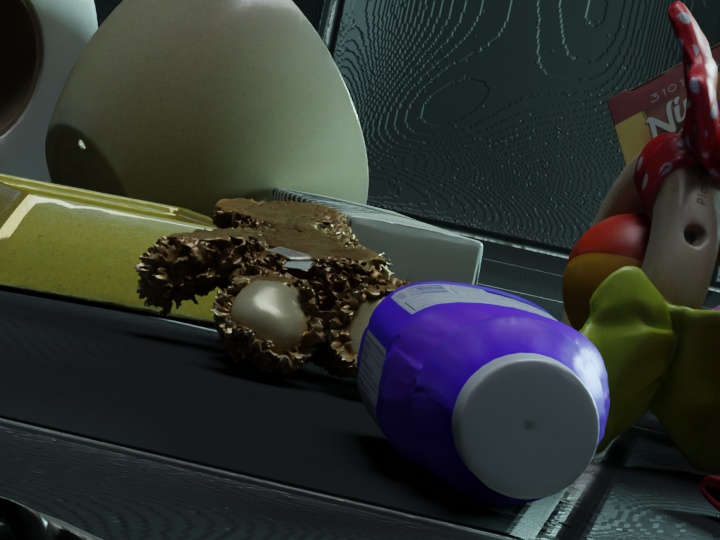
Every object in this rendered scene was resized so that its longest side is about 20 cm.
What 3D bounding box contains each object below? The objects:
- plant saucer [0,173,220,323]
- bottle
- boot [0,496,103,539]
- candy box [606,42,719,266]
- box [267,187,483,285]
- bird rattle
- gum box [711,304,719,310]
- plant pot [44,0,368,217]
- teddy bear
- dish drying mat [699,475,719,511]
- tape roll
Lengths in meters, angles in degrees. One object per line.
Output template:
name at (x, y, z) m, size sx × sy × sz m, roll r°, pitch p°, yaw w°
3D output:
plant saucer at (-0.137, -0.014, 1.534) m, size 0.200 × 0.048 × 0.200 m, roll 11°, pitch 3°, yaw -25°
bottle at (0.047, 0.044, 1.036) m, size 0.083 × 0.065 × 0.200 m, roll 11°, pitch 3°, yaw -6°
boot at (-0.097, 0.052, 0.456) m, size 0.182 × 0.073 × 0.200 m, roll 14°, pitch -4°, yaw 1°
candy box at (0.217, -0.046, 1.400) m, size 0.117 × 0.056 × 0.200 m, roll -27°, pitch -36°, yaw 21°
box at (0.000, 0.000, 1.606) m, size 0.082 × 0.068 × 0.200 m, roll 11°, pitch 3°, yaw -16°
bird rattle at (0.124, -0.007, 1.265) m, size 0.113 × 0.200 × 0.163 m, roll 12°, pitch -21°, yaw -17°
gum box at (0.289, 0.013, 1.627) m, size 0.200 × 0.066 × 0.113 m, roll -18°, pitch -11°, yaw -47°
plant pot at (-0.110, -0.076, 1.748) m, size 0.134 × 0.200 × 0.200 m, roll -31°, pitch 28°, yaw -29°
teddy bear at (-0.027, 0.020, 1.334) m, size 0.145 × 0.067 × 0.200 m, roll 0°, pitch 14°, yaw -25°
dish drying mat at (0.234, 0.106, 1.109) m, size 0.200 × 0.018 × 0.077 m, roll 10°, pitch 3°, yaw -20°
tape roll at (-0.282, -0.139, 1.806) m, size 0.139 × 0.203 × 0.203 m, roll 15°, pitch 4°, yaw 38°
